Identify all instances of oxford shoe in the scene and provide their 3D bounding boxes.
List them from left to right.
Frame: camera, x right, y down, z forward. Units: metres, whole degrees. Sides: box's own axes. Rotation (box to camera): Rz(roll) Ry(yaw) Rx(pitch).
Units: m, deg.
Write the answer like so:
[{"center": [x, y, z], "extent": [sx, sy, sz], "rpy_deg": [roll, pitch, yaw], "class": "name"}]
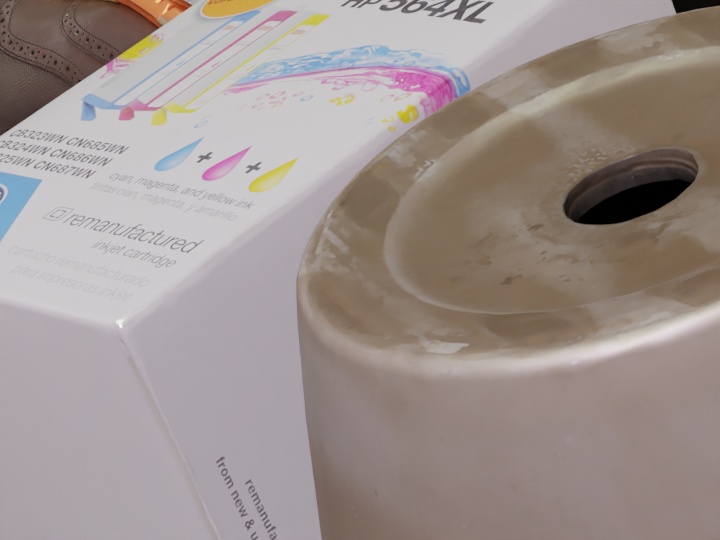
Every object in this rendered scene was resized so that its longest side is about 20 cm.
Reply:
[{"center": [-0.086, -0.063, 1.017], "extent": [0.200, 0.071, 0.073], "rpy_deg": [26, 86, 49], "class": "oxford shoe"}]

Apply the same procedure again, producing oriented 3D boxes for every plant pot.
[{"center": [0.073, 0.054, 0.523], "extent": [0.200, 0.174, 0.200], "rpy_deg": [-18, 25, 9], "class": "plant pot"}]

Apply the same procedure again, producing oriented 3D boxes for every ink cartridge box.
[{"center": [0.000, 0.000, 0.735], "extent": [0.200, 0.125, 0.128], "rpy_deg": [-39, 30, -28], "class": "ink cartridge box"}]

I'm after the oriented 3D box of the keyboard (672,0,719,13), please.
[{"center": [0.042, -0.094, 0.901], "extent": [0.200, 0.127, 0.021], "rpy_deg": [-6, 73, 26], "class": "keyboard"}]
